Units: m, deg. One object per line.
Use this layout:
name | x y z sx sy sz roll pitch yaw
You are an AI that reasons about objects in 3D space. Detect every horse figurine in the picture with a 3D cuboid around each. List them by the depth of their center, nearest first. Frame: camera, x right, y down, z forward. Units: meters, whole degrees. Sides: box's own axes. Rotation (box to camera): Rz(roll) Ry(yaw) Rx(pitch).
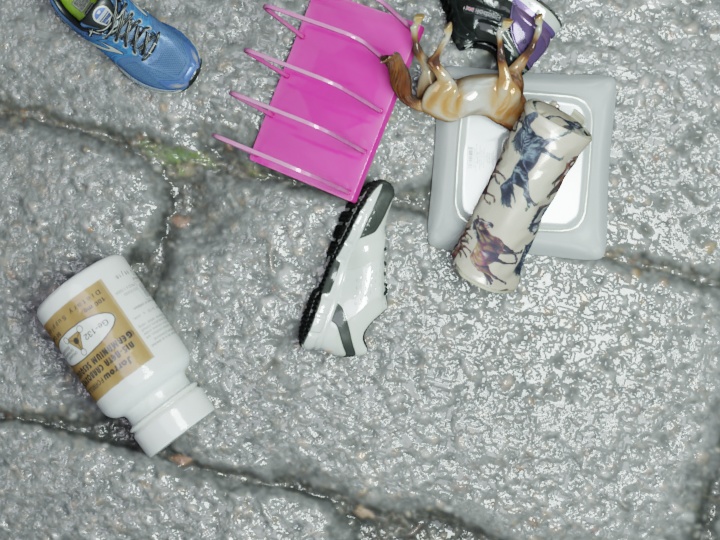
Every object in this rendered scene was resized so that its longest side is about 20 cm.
horse figurine | 0.115 -0.200 1.300 0.197 0.050 0.134 -2 120 -5

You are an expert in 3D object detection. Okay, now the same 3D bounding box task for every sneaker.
sneaker | 0.113 -0.288 1.329 0.199 0.076 0.088 37 89 3
sneaker | -0.264 -0.260 1.351 0.198 0.089 0.079 32 93 3
sneaker | 0.000 0.000 1.353 0.079 0.074 0.203 20 96 -12

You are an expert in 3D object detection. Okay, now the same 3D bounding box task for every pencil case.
pencil case | 0.168 -0.078 1.289 0.077 0.089 0.202 33 107 25

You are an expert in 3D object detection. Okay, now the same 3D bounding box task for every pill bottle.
pill bottle | -0.249 0.094 1.340 0.114 0.114 0.201 -36 88 3

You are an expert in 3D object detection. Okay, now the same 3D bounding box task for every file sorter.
file sorter | -0.049 -0.198 1.300 0.138 0.125 0.203 23 92 24

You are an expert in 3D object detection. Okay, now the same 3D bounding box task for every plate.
plate | 0.176 -0.118 1.351 0.197 0.032 0.203 4 91 4
